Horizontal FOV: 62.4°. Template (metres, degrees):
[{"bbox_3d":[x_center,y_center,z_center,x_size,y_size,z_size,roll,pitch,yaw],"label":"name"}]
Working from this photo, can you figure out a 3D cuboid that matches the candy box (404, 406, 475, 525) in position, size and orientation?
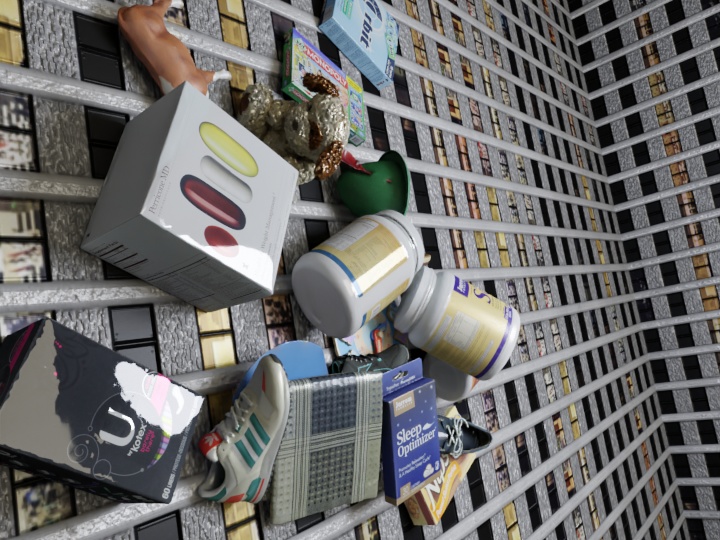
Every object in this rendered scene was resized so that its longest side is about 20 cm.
[{"bbox_3d":[0.142,0.362,1.121,0.199,0.054,0.118,-35,103,-50],"label":"candy box"}]

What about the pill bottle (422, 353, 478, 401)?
[{"bbox_3d":[0.217,0.177,1.235,0.198,0.110,0.115,-28,99,-51],"label":"pill bottle"}]

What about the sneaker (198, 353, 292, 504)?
[{"bbox_3d":[-0.151,0.205,0.753,0.091,0.070,0.206,8,103,-34],"label":"sneaker"}]

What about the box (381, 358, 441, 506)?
[{"bbox_3d":[0.080,0.258,0.965,0.119,0.032,0.207,-13,100,-45],"label":"box"}]

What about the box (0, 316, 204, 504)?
[{"bbox_3d":[-0.284,0.155,0.622,0.199,0.104,0.125,38,50,-37],"label":"box"}]

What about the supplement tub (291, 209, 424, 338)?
[{"bbox_3d":[0.000,0.000,0.970,0.199,0.143,0.148,-36,105,-36],"label":"supplement tub"}]

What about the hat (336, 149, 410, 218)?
[{"bbox_3d":[-0.028,-0.152,1.061,0.171,0.169,0.201,9,28,-26],"label":"hat"}]

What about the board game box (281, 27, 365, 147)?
[{"bbox_3d":[-0.066,-0.338,1.110,0.198,0.029,0.138,28,50,-43],"label":"board game box"}]

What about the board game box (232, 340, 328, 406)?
[{"bbox_3d":[-0.112,0.196,0.860,0.156,0.038,0.206,-28,118,-35],"label":"board game box"}]

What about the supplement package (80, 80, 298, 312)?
[{"bbox_3d":[-0.209,-0.083,0.765,0.198,0.144,0.196,34,53,-41],"label":"supplement package"}]

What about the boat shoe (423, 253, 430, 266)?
[{"bbox_3d":[0.085,0.004,1.171,0.199,0.070,0.074,-27,129,-66],"label":"boat shoe"}]

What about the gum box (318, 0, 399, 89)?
[{"bbox_3d":[0.003,-0.517,1.257,0.199,0.044,0.174,35,52,-40],"label":"gum box"}]

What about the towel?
[{"bbox_3d":[-0.051,0.251,0.864,0.188,0.034,0.207,-1,96,-35],"label":"towel"}]

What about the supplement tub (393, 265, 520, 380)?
[{"bbox_3d":[0.172,0.093,1.079,0.196,0.146,0.148,28,51,-4],"label":"supplement tub"}]

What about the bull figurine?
[{"bbox_3d":[-0.256,-0.285,0.841,0.203,0.064,0.122,60,36,-22],"label":"bull figurine"}]

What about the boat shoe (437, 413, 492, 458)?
[{"bbox_3d":[0.168,0.303,1.084,0.197,0.061,0.077,25,61,-39],"label":"boat shoe"}]

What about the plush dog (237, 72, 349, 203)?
[{"bbox_3d":[-0.086,-0.206,0.938,0.158,0.169,0.207,4,74,-50],"label":"plush dog"}]

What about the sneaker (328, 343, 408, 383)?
[{"bbox_3d":[0.002,0.167,0.970,0.198,0.075,0.081,-33,100,-34],"label":"sneaker"}]

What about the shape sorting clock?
[{"bbox_3d":[0.023,0.117,1.072,0.198,0.039,0.206,22,61,-46],"label":"shape sorting clock"}]
